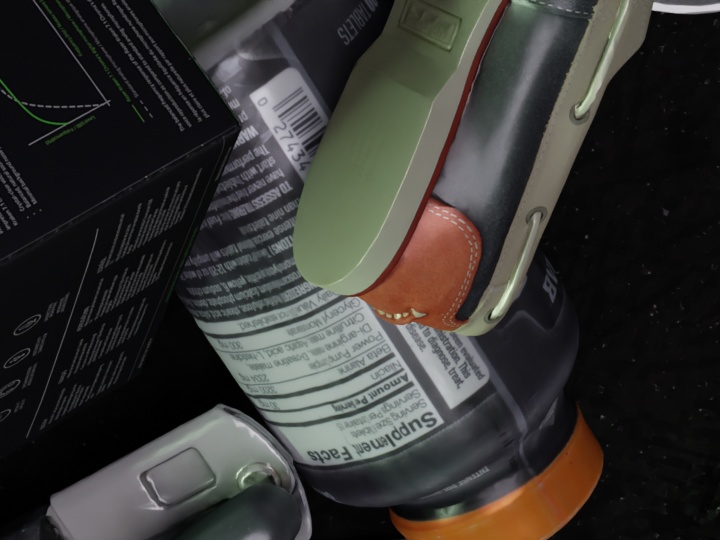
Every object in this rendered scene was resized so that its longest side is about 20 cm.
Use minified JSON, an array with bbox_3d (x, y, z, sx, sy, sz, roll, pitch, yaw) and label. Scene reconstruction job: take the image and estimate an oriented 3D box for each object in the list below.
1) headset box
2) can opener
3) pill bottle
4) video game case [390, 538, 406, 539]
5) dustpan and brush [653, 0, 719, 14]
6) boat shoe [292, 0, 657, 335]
[{"bbox_3d":[-0.150,0.010,0.703,0.199,0.174,0.093,-32,77,-24],"label":"headset box"},{"bbox_3d":[-0.105,0.109,0.818,0.199,0.067,0.054,-29,103,18],"label":"can opener"},{"bbox_3d":[0.000,0.000,0.810,0.106,0.106,0.201,-31,110,4],"label":"pill bottle"},{"bbox_3d":[-0.044,0.187,0.909,0.198,0.024,0.183,-5,109,-5],"label":"video game case"},{"bbox_3d":[0.092,-0.113,0.818,0.139,0.057,0.201,33,95,-5],"label":"dustpan and brush"},{"bbox_3d":[0.050,-0.075,0.714,0.062,0.071,0.201,20,101,-31],"label":"boat shoe"}]
